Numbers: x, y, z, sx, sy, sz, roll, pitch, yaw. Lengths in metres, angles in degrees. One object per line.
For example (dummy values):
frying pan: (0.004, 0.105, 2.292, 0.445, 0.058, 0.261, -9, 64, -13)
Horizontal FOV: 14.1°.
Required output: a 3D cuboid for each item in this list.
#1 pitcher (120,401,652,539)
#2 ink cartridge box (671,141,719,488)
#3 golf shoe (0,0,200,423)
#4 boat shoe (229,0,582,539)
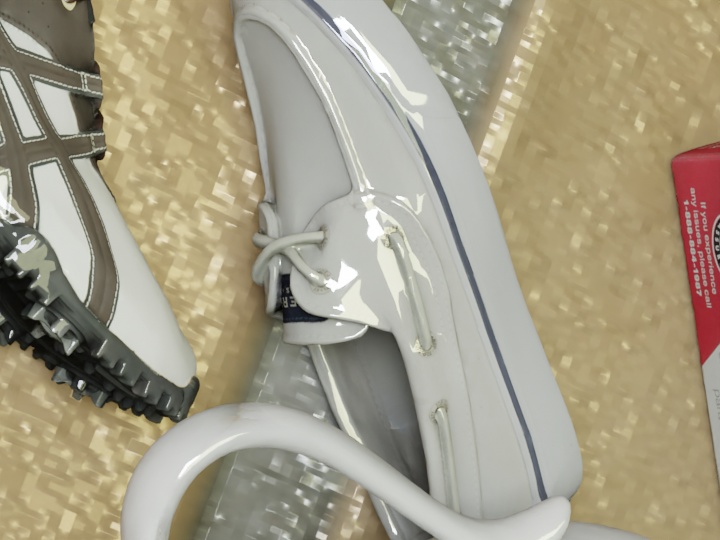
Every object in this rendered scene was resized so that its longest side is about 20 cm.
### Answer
pitcher: (0.020, 0.113, 0.824, 0.199, 0.121, 0.172, -3, 115, -24)
ink cartridge box: (0.218, 0.019, 0.915, 0.144, 0.200, 0.146, -11, 95, -27)
golf shoe: (-0.096, -0.046, 0.820, 0.094, 0.078, 0.200, -45, 111, -20)
boat shoe: (0.000, 0.000, 0.878, 0.066, 0.072, 0.201, -33, 113, -28)
